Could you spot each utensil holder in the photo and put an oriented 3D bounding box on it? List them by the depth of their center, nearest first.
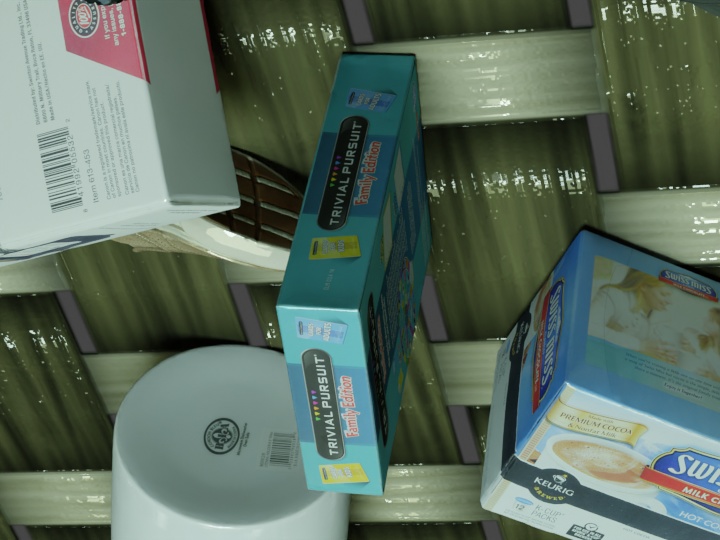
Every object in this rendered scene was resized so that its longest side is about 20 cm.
[{"bbox_3d":[-0.090,0.174,1.401,0.169,0.171,0.201,9,135,4],"label":"utensil holder"}]

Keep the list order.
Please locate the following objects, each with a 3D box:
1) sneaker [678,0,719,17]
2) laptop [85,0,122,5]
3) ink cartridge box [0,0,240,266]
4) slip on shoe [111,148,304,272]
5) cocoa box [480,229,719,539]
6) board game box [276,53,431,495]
[{"bbox_3d":[0.204,-0.153,1.061,0.198,0.076,0.091,0,142,16],"label":"sneaker"},{"bbox_3d":[-0.072,-0.209,1.015,0.176,0.200,0.104,-19,102,30],"label":"laptop"},{"bbox_3d":[-0.182,-0.085,1.161,0.199,0.146,0.084,-13,175,26],"label":"ink cartridge box"},{"bbox_3d":[-0.120,-0.039,1.250,0.199,0.076,0.061,18,132,-1],"label":"slip on shoe"},{"bbox_3d":[0.192,0.091,1.268,0.199,0.134,0.132,21,136,-9],"label":"cocoa box"},{"bbox_3d":[0.000,0.000,1.171,0.047,0.201,0.152,3,136,11],"label":"board game box"}]
